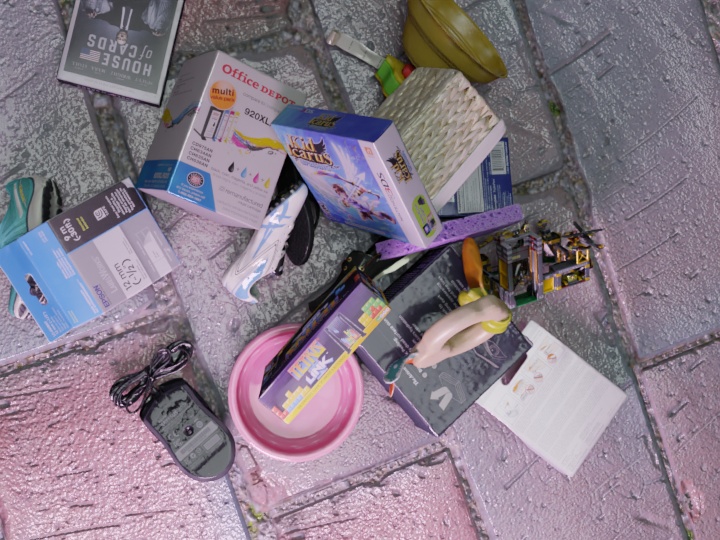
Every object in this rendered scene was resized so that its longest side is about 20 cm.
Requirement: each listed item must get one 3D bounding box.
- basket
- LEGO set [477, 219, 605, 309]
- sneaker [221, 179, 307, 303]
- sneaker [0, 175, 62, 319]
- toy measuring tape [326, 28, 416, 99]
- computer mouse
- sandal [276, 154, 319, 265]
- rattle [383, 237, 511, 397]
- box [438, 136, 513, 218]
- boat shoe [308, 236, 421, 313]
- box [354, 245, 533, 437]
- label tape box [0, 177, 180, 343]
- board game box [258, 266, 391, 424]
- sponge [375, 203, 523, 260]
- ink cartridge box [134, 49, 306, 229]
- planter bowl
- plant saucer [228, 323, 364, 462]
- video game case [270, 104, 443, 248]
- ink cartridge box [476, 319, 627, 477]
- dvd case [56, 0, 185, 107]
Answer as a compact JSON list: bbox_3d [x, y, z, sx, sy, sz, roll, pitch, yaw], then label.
[{"bbox_3d":[0.083,-0.181,1.195,0.200,0.135,0.123,-48,120,-10],"label":"basket"},{"bbox_3d":[0.250,-0.037,1.253,0.199,0.154,0.117,-13,117,-10],"label":"LEGO set"},{"bbox_3d":[-0.126,-0.041,1.212,0.072,0.072,0.200,32,110,-8],"label":"sneaker"},{"bbox_3d":[-0.468,-0.032,1.179,0.079,0.078,0.202,2,83,9],"label":"sneaker"},{"bbox_3d":[0.036,-0.293,1.266,0.199,0.074,0.074,28,84,-14],"label":"toy measuring tape"},{"bbox_3d":[-0.253,0.213,1.217,0.138,0.053,0.200,-36,84,-11],"label":"computer mouse"},{"bbox_3d":[-0.088,-0.109,1.246,0.048,0.075,0.202,-5,88,-38],"label":"sandal"},{"bbox_3d":[0.094,0.063,1.159,0.199,0.130,0.143,-31,82,16],"label":"rattle"},{"bbox_3d":[0.135,-0.141,1.305,0.199,0.032,0.122,-3,88,-12],"label":"box"},{"bbox_3d":[-0.001,0.000,1.256,0.201,0.074,0.063,-37,97,-15],"label":"boat shoe"},{"bbox_3d":[0.108,0.102,1.251,0.200,0.117,0.197,-41,96,-10],"label":"box"},{"bbox_3d":[-0.366,-0.016,1.145,0.200,0.066,0.144,-38,105,-36],"label":"label tape box"},{"bbox_3d":[-0.050,0.093,1.129,0.057,0.165,0.200,41,93,-6],"label":"board game box"},{"bbox_3d":[0.131,-0.055,1.225,0.199,0.111,0.030,-14,87,-37],"label":"sponge"},{"bbox_3d":[-0.193,-0.178,1.168,0.147,0.144,0.201,22,84,-31],"label":"ink cartridge box"},{"bbox_3d":[0.122,-0.336,1.260,0.200,0.201,0.083,46,117,-7],"label":"planter bowl"},{"bbox_3d":[-0.096,0.178,1.245,0.199,0.051,0.202,0,89,-11],"label":"plant saucer"},{"bbox_3d":[-0.006,-0.125,1.107,0.045,0.199,0.182,-49,132,-22],"label":"video game case"},{"bbox_3d":[0.295,0.200,1.326,0.200,0.047,0.160,38,83,-2],"label":"ink cartridge box"},{"bbox_3d":[-0.342,-0.353,1.224,0.149,0.025,0.201,13,86,-10],"label":"dvd case"}]
